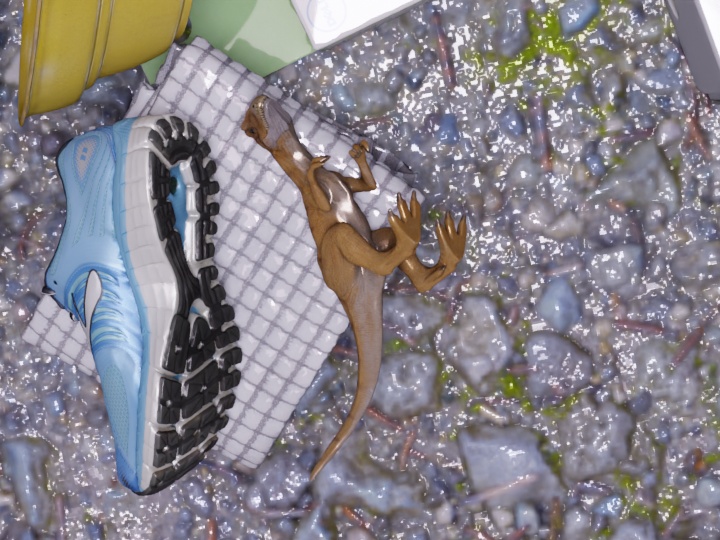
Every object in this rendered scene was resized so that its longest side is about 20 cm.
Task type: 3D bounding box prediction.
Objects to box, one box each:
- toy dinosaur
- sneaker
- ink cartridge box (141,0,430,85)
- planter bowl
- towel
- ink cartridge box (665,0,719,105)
[{"bbox_3d":[0.000,0.000,0.780,0.106,0.060,0.202,-12,97,39],"label":"toy dinosaur"},{"bbox_3d":[-0.120,0.018,0.797,0.089,0.078,0.202,3,100,28],"label":"sneaker"},{"bbox_3d":[-0.053,-0.189,0.852,0.199,0.048,0.146,-25,96,4],"label":"ink cartridge box"},{"bbox_3d":[-0.130,-0.172,0.794,0.083,0.200,0.202,4,98,-16],"label":"planter bowl"},{"bbox_3d":[-0.075,-0.012,0.852,0.165,0.086,0.201,31,105,1],"label":"towel"},{"bbox_3d":[0.259,-0.192,0.812,0.199,0.085,0.146,-22,96,7],"label":"ink cartridge box"}]
